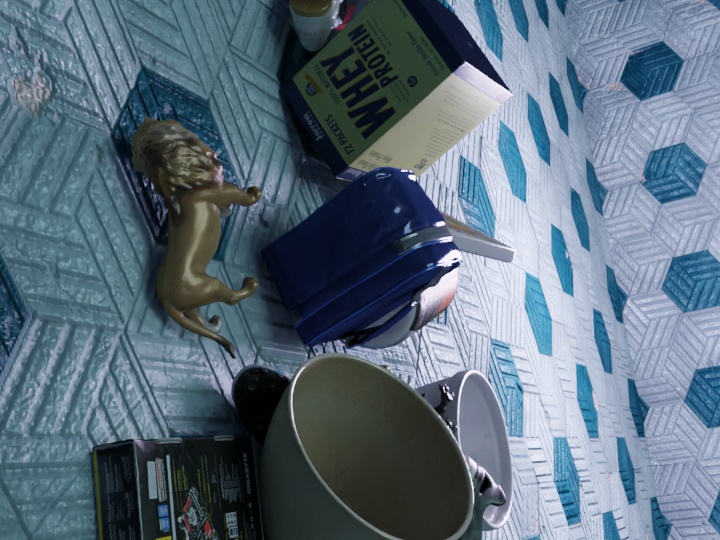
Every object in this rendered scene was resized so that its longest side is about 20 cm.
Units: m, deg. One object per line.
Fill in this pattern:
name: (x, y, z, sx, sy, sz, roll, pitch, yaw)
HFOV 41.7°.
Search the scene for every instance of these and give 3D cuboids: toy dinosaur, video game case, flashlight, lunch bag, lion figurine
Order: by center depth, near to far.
lion figurine: (-0.148, -0.027, 0.829, 0.122, 0.071, 0.205, 12, 71, -55)
lunch bag: (0.000, 0.000, 0.995, 0.134, 0.199, 0.135, 60, 25, 11)
toy dinosaur: (0.075, 0.188, 1.125, 0.047, 0.088, 0.202, 29, 33, -41)
video game case: (0.079, -0.067, 1.198, 0.198, 0.181, 0.023, 10, 106, -51)
flashlight: (-0.017, -0.323, 1.276, 0.067, 0.069, 0.202, 23, 37, -8)

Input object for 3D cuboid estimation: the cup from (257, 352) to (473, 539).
cup: (-0.018, 0.198, 0.853, 0.198, 0.144, 0.202, 30, 30, -19)

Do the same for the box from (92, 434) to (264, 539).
box: (-0.135, 0.235, 0.747, 0.159, 0.049, 0.205, 13, 67, -61)

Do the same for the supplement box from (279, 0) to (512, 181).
supplement box: (0.048, -0.217, 1.153, 0.135, 0.199, 0.199, 56, 20, 16)

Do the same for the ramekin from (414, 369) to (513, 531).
ramekin: (0.117, 0.237, 1.223, 0.200, 0.103, 0.204, 43, 40, -51)

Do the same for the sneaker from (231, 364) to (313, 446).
sneaker: (-0.062, 0.146, 0.945, 0.199, 0.072, 0.072, 40, 2, -41)

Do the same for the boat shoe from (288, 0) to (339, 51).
boat shoe: (-0.060, -0.340, 1.194, 0.202, 0.069, 0.070, -84, 176, -51)

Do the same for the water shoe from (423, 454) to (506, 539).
water shoe: (0.077, 0.275, 0.894, 0.078, 0.071, 0.202, 36, 67, -10)

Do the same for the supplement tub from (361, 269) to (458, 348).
supplement tub: (0.049, 0.015, 1.168, 0.199, 0.120, 0.125, -24, 99, -66)
